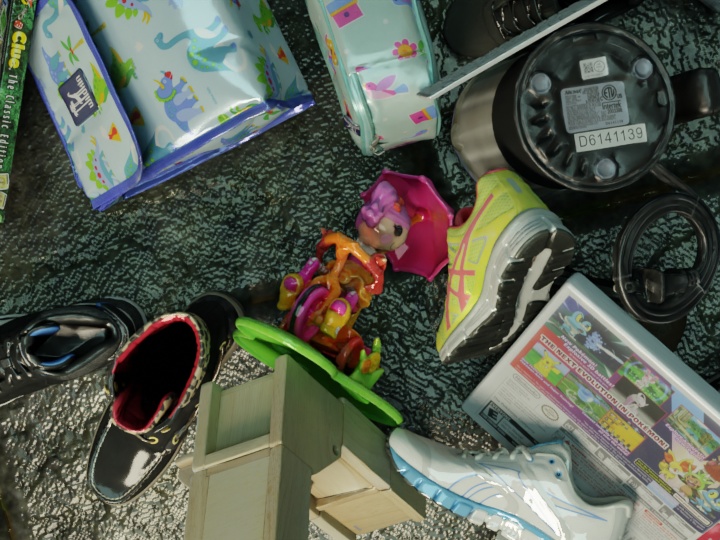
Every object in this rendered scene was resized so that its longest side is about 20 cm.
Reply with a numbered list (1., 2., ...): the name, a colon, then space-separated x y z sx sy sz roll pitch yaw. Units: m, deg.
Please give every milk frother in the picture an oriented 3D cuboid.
1. milk frother: 0.171 -0.069 1.003 0.180 0.188 0.200 8 90 -9

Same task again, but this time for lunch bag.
1. lunch bag: 0.003 -0.187 1.029 0.077 0.160 0.200 -16 84 -3
2. lunch bag: -0.168 -0.162 1.056 0.200 0.127 0.170 -24 90 22

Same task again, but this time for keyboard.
1. keyboard: 0.130 -0.169 0.921 0.200 0.056 0.011 -30 96 0

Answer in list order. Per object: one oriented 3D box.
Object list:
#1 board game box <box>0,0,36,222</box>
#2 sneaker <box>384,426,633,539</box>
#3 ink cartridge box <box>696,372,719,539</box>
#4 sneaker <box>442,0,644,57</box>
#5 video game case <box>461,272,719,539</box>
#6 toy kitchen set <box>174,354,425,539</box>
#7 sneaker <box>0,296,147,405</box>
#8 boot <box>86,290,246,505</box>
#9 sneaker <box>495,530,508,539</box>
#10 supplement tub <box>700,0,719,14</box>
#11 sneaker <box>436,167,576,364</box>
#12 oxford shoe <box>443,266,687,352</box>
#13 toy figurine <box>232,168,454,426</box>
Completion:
1. board game box: -0.299 -0.142 1.070 0.023 0.105 0.200 8 92 -37
2. sneaker: 0.116 0.158 1.017 0.200 0.075 0.087 27 98 4
3. ink cartridge box: 0.334 0.144 1.057 0.200 0.083 0.146 -32 89 2
4. sneaker: 0.142 -0.211 1.024 0.200 0.091 0.076 -19 112 36
5. video game case: 0.192 0.120 0.997 0.200 0.182 0.023 42 48 8
6. toy kitchen set: -0.070 0.204 0.996 0.163 0.181 0.200 -22 135 25
7. sneaker: -0.277 0.066 1.062 0.200 0.112 0.073 -19 89 2
8. boot: -0.166 0.105 1.039 0.073 0.151 0.200 36 93 2
9. sneaker: 0.132 0.244 1.075 0.076 0.081 0.200 41 72 16
10. supplement tub: 0.249 -0.304 1.034 0.200 0.123 0.123 39 92 1
11. sneaker: 0.097 -0.002 0.997 0.078 0.200 0.090 -14 61 -26
12. oxford shoe: 0.163 0.035 1.069 0.200 0.073 0.084 11 100 5
13. toy figurine: 0.000 0.000 1.031 0.150 0.200 0.184 23 78 23
